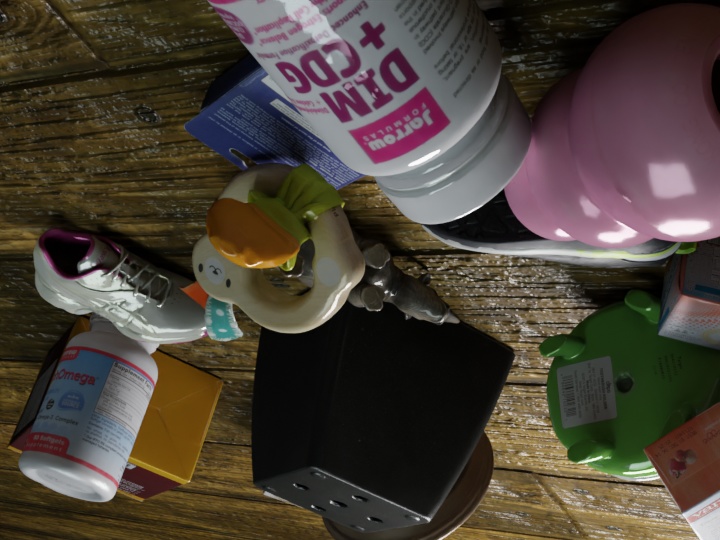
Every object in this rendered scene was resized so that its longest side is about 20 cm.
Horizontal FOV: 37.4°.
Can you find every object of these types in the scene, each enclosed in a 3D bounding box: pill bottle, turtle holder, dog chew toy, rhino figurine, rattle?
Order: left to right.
[{"bbox_3d":[-0.287,0.140,1.166,0.107,0.203,0.109,13,153,7],"label":"pill bottle"},{"bbox_3d":[-0.103,0.013,0.774,0.198,0.143,0.131,-21,111,36],"label":"rattle"},{"bbox_3d":[0.000,0.000,0.883,0.197,0.061,0.087,25,180,-16],"label":"rhino figurine"},{"bbox_3d":[0.007,-0.125,0.570,0.112,0.115,0.200,-7,138,40],"label":"pill bottle"},{"bbox_3d":[0.153,-0.069,0.613,0.123,0.126,0.199,26,160,-18],"label":"dog chew toy"},{"bbox_3d":[0.246,0.088,0.856,0.186,0.142,0.131,-46,140,18],"label":"turtle holder"}]

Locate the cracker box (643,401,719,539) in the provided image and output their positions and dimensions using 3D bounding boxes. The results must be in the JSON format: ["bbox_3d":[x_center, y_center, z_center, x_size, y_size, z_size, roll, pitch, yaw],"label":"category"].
[{"bbox_3d":[0.300,0.149,0.796,0.133,0.058,0.200,-33,145,8],"label":"cracker box"}]

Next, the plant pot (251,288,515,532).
[{"bbox_3d":[0.003,0.141,1.025,0.198,0.180,0.199,27,152,-21],"label":"plant pot"}]

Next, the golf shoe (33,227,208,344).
[{"bbox_3d":[-0.232,0.014,1.044,0.196,0.076,0.092,15,150,3],"label":"golf shoe"}]

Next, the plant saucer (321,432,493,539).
[{"bbox_3d":[0.045,0.214,1.129,0.197,0.201,0.030,-2,128,33],"label":"plant saucer"}]

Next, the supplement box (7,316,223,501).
[{"bbox_3d":[-0.309,0.181,1.332,0.195,0.135,0.199,27,152,-19],"label":"supplement box"}]

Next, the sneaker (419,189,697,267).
[{"bbox_3d":[0.132,-0.029,0.743,0.197,0.073,0.083,10,162,22],"label":"sneaker"}]

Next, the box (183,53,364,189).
[{"bbox_3d":[-0.028,-0.109,0.731,0.120,0.033,0.199,32,149,-27],"label":"box"}]

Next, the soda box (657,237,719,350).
[{"bbox_3d":[0.317,0.029,0.753,0.196,0.064,0.069,14,153,7],"label":"soda box"}]

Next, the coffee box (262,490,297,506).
[{"bbox_3d":[-0.053,0.245,1.358,0.112,0.081,0.201,18,153,-3],"label":"coffee box"}]
